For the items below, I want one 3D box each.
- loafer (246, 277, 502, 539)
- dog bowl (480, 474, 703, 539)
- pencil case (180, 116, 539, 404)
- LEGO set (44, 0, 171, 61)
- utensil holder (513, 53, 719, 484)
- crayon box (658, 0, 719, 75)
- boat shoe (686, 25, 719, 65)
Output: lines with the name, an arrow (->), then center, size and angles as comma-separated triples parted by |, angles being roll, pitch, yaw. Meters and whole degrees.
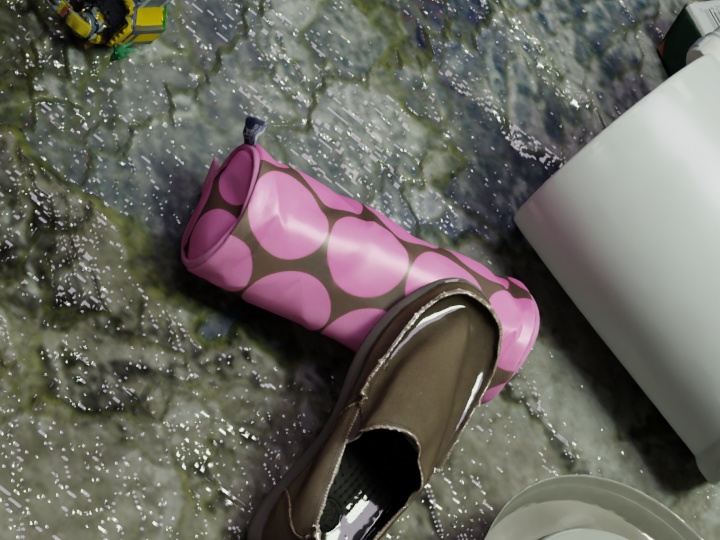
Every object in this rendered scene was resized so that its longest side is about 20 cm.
loafer -> 0.022, 0.090, 1.440 | 0.073, 0.071, 0.201 | 41, 68, -21
dog bowl -> 0.129, 0.215, 1.490 | 0.199, 0.059, 0.201 | 18, 53, -26
pencil case -> 0.000, 0.000, 1.522 | 0.199, 0.091, 0.094 | 29, 4, -20
LEGO set -> -0.156, -0.221, 1.499 | 0.116, 0.153, 0.201 | -11, 75, -59
utensil holder -> 0.211, -0.003, 1.618 | 0.200, 0.170, 0.170 | 50, 45, 5
crayon box -> 0.297, -0.091, 1.792 | 0.126, 0.051, 0.201 | -10, 61, -30
boat shoe -> 0.286, -0.076, 1.684 | 0.068, 0.072, 0.200 | -37, 77, -14
